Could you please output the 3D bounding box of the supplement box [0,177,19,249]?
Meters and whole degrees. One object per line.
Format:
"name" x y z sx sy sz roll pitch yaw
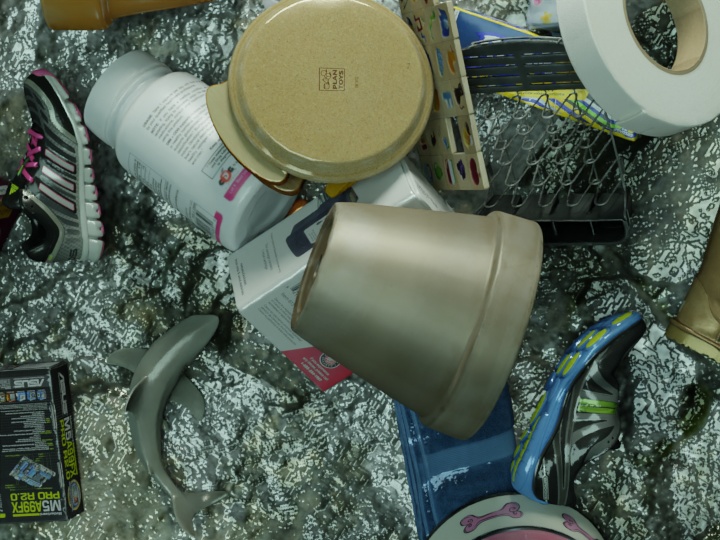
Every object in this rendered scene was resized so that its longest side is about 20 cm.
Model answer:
"supplement box" -0.432 -0.007 1.686 0.086 0.110 0.200 31 102 8

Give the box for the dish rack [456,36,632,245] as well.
"dish rack" 0.158 -0.116 1.509 0.153 0.055 0.200 0 128 27

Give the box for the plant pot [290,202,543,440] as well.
"plant pot" 0.040 0.023 1.434 0.173 0.200 0.200 20 101 -7

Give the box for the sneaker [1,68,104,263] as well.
"sneaker" -0.310 -0.094 1.639 0.087 0.074 0.200 -17 112 -22

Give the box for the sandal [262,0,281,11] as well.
"sandal" -0.041 -0.210 1.595 0.079 0.059 0.207 -12 85 40

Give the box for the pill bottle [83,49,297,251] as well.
"pill bottle" -0.161 -0.118 1.602 0.200 0.113 0.113 37 103 16

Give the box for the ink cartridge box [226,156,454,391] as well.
"ink cartridge box" 0.000 0.000 1.565 0.200 0.084 0.145 -33 129 14

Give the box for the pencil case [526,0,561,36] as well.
"pencil case" 0.186 -0.314 1.519 0.083 0.091 0.201 -6 95 -22

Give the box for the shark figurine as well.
"shark figurine" -0.206 0.151 1.664 0.128 0.089 0.215 1 94 15

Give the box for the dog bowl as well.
"dog bowl" 0.147 0.313 1.571 0.200 0.074 0.201 -1 109 -3

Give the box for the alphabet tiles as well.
"alphabet tiles" 0.068 -0.172 1.527 0.008 0.167 0.200 -13 96 -14

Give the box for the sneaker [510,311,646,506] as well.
"sneaker" 0.213 0.129 1.566 0.083 0.071 0.200 28 88 -6

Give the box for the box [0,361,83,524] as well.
"box" -0.393 0.181 1.732 0.200 0.044 0.161 -5 95 14

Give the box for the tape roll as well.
"tape roll" 0.254 -0.217 1.466 0.037 0.203 0.203 -19 92 50

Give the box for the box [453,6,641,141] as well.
"box" 0.172 -0.182 1.546 0.200 0.070 0.064 20 101 10

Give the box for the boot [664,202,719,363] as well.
"boot" 0.388 0.004 1.518 0.175 0.066 0.200 26 100 9

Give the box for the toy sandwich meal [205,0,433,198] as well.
"toy sandwich meal" -0.033 -0.155 1.515 0.205 0.070 0.206 2 73 -5

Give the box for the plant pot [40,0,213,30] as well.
"plant pot" -0.197 -0.323 1.567 0.183 0.200 0.201 2 96 -2

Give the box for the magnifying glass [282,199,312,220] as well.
"magnifying glass" -0.030 -0.058 1.632 0.200 0.022 0.080 0 96 14

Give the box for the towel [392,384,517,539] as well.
"towel" 0.093 0.157 1.584 0.111 0.049 0.200 -12 106 -5
